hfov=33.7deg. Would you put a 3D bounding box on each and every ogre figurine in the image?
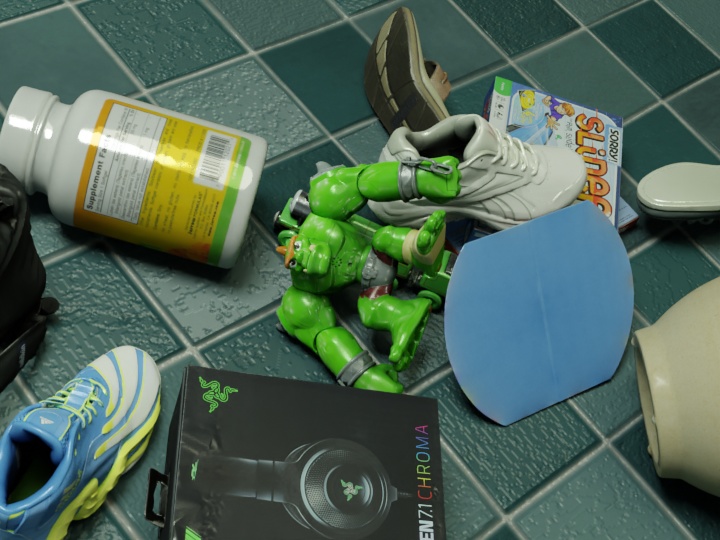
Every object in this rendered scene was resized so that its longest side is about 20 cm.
[{"bbox_3d":[0.000,0.000,0.938,0.120,0.201,0.098,18,28,19],"label":"ogre figurine"}]

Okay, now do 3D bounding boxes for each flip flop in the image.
[{"bbox_3d":[0.059,-0.161,1.127,0.057,0.081,0.200,3,53,-38],"label":"flip flop"}]

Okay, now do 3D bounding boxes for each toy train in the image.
[{"bbox_3d":[0.021,-0.014,1.009,0.199,0.056,0.042,24,50,-1],"label":"toy train"}]

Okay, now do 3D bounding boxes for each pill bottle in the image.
[{"bbox_3d":[-0.183,-0.080,0.954,0.199,0.111,0.111,16,51,-7],"label":"pill bottle"}]

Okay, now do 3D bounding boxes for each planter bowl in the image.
[{"bbox_3d":[0.293,0.097,0.949,0.134,0.200,0.201,-9,53,8],"label":"planter bowl"}]

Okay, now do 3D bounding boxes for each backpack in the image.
[{"bbox_3d":[-0.311,0.030,0.813,0.126,0.167,0.200,15,51,18],"label":"backpack"}]

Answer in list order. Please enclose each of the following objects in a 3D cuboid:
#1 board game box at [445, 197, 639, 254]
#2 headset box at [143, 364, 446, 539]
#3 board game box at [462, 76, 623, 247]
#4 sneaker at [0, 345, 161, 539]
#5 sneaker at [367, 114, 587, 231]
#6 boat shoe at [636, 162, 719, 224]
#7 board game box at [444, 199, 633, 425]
[{"bbox_3d":[0.160,-0.046,1.105,0.200,0.019,0.103,-26,67,-33],"label":"board game box"},{"bbox_3d":[-0.050,0.169,0.821,0.199,0.093,0.175,9,51,-11],"label":"headset box"},{"bbox_3d":[0.172,-0.083,1.102,0.135,0.034,0.200,17,51,-6],"label":"board game box"},{"bbox_3d":[-0.191,0.113,0.808,0.076,0.105,0.200,26,51,1],"label":"sneaker"},{"bbox_3d":[0.107,-0.087,0.994,0.199,0.099,0.078,-6,54,-18],"label":"sneaker"},{"bbox_3d":[0.347,-0.065,1.154,0.199,0.062,0.073,-11,43,-28],"label":"boat shoe"},{"bbox_3d":[0.142,0.033,0.995,0.200,0.039,0.159,-20,106,-27],"label":"board game box"}]
